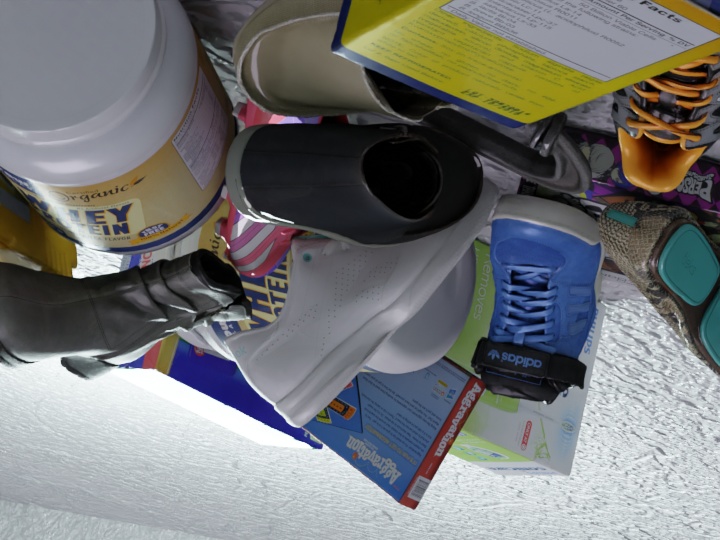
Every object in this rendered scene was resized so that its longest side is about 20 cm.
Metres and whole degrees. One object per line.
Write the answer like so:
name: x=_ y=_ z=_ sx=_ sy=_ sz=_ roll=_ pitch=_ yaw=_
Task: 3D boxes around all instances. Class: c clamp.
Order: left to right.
c clamp: x=0.050 y=-0.102 z=1.167 sx=0.200 sy=0.027 sz=0.171 roll=28 pitch=168 yaw=3

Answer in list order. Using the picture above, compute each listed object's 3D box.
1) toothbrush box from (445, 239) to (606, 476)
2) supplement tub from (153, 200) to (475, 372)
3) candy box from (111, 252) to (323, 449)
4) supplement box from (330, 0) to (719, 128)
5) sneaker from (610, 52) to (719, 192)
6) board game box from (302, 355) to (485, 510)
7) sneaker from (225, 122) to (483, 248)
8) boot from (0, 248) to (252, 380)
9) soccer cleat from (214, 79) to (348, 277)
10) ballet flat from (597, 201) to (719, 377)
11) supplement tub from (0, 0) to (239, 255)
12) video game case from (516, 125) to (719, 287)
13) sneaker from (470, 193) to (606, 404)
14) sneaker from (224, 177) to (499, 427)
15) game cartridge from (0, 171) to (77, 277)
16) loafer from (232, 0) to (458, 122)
toothbrush box: x=0.083 y=0.063 z=1.558 sx=0.200 sy=0.146 sz=0.086 roll=27 pitch=160 yaw=-35
supplement tub: x=-0.035 y=-0.003 z=1.408 sx=0.200 sy=0.145 sz=0.144 roll=0 pitch=159 yaw=42
candy box: x=-0.097 y=0.030 z=1.562 sx=0.077 sy=0.169 sz=0.200 roll=-2 pitch=158 yaw=42
supplement box: x=0.087 y=-0.148 z=0.883 sx=0.109 sy=0.110 sz=0.200 roll=21 pitch=164 yaw=-23
sneaker: x=0.165 y=-0.103 z=1.029 sx=0.078 sy=0.077 sz=0.200 roll=13 pitch=163 yaw=13
board game box: x=0.006 y=0.087 z=1.453 sx=0.019 sy=0.103 sz=0.200 roll=29 pitch=-178 yaw=-38
sneaker: x=0.028 y=-0.047 z=1.140 sx=0.106 sy=0.075 sz=0.200 roll=5 pitch=-175 yaw=41
boot: x=-0.153 y=0.013 z=1.254 sx=0.130 sy=0.068 sz=0.200 roll=-21 pitch=166 yaw=14
soccer cleat: x=-0.042 y=-0.059 z=1.237 sx=0.076 sy=0.067 sz=0.200 roll=19 pitch=138 yaw=9
ballet flat: x=0.210 y=0.008 z=1.288 sx=0.075 sy=0.068 sz=0.200 roll=29 pitch=172 yaw=42
supplement tub: x=-0.159 y=-0.103 z=1.198 sx=0.144 sy=0.145 sz=0.200 roll=11 pitch=164 yaw=12
video game case: x=0.191 y=-0.032 z=1.330 sx=0.181 sy=0.036 sz=0.200 roll=14 pitch=164 yaw=3
sneaker: x=0.117 y=0.029 z=1.336 sx=0.077 sy=0.111 sz=0.200 roll=14 pitch=164 yaw=13
sneaker: x=0.000 y=0.000 z=1.258 sx=0.088 sy=0.200 sz=0.075 roll=44 pitch=173 yaw=4
game cartridge: x=-0.247 y=-0.095 z=1.269 sx=0.032 sy=0.177 sz=0.200 roll=-21 pitch=152 yaw=19
loafer: x=0.009 y=-0.117 z=1.071 sx=0.200 sy=0.068 sz=0.076 roll=-9 pitch=128 yaw=34
